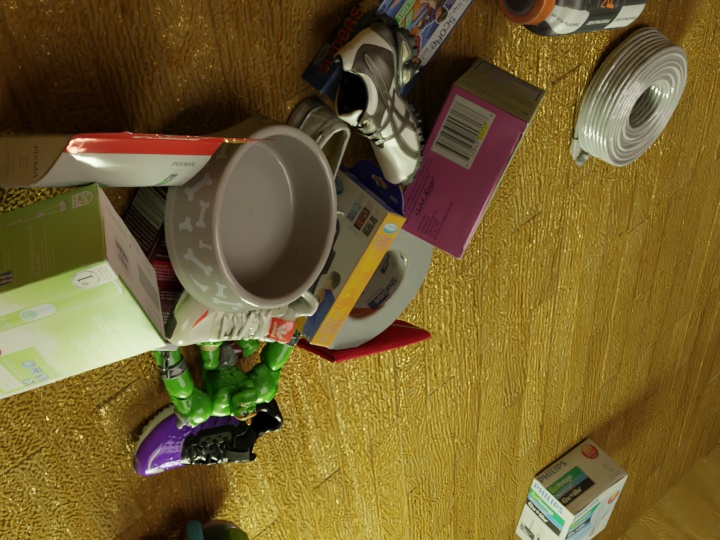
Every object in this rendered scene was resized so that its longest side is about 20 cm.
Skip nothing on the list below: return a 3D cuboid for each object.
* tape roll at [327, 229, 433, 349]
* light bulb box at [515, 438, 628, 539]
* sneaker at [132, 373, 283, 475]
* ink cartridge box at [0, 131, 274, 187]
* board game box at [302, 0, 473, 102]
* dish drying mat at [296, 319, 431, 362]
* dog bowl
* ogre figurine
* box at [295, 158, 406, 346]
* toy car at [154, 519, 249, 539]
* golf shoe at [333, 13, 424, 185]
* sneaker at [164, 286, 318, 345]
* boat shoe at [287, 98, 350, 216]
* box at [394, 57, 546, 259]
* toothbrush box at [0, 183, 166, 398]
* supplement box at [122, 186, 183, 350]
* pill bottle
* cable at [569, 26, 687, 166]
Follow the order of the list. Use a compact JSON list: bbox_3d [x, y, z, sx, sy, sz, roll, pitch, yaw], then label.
[{"bbox_3d":[0.000,0.000,1.400,0.199,0.066,0.202,-33,144,-27],"label":"tape roll"},{"bbox_3d":[0.470,0.520,2.491,0.197,0.125,0.202,-27,143,-33],"label":"light bulb box"},{"bbox_3d":[-0.177,0.201,1.350,0.199,0.099,0.070,-28,141,-33],"label":"sneaker"},{"bbox_3d":[-0.194,-0.091,0.936,0.160,0.198,0.051,-5,100,-48],"label":"ink cartridge box"},{"bbox_3d":[0.038,-0.258,1.203,0.201,0.034,0.135,-54,148,7],"label":"board game box"},{"bbox_3d":[0.007,0.091,1.497,0.199,0.076,0.018,-7,113,-49],"label":"dish drying mat"},{"bbox_3d":[-0.098,-0.054,1.090,0.199,0.058,0.203,-12,106,-49],"label":"dog bowl"},{"bbox_3d":[-0.153,0.112,1.303,0.199,0.097,0.122,-30,128,-55],"label":"ogre figurine"},{"bbox_3d":[-0.031,-0.030,1.275,0.041,0.119,0.202,11,114,-49],"label":"box"},{"bbox_3d":[-0.233,0.418,1.485,0.149,0.175,0.201,34,97,-22],"label":"toy car"},{"bbox_3d":[0.012,-0.166,1.173,0.094,0.078,0.202,-29,134,-22],"label":"golf shoe"},{"bbox_3d":[-0.116,0.041,1.160,0.199,0.093,0.071,-27,148,-57],"label":"sneaker"},{"bbox_3d":[-0.056,-0.079,1.224,0.074,0.086,0.204,-6,127,-48],"label":"boat shoe"},{"bbox_3d":[0.129,-0.138,1.312,0.178,0.096,0.200,-65,174,24],"label":"box"},{"bbox_3d":[-0.288,0.027,0.966,0.197,0.087,0.146,-16,145,2],"label":"toothbrush box"},{"bbox_3d":[-0.197,-0.017,1.134,0.108,0.061,0.202,6,119,-54],"label":"supplement box"},{"bbox_3d":[0.250,-0.335,1.326,0.198,0.106,0.107,-17,136,-42],"label":"pill bottle"},{"bbox_3d":[0.400,-0.252,1.639,0.199,0.069,0.201,-36,146,-22],"label":"cable"}]
